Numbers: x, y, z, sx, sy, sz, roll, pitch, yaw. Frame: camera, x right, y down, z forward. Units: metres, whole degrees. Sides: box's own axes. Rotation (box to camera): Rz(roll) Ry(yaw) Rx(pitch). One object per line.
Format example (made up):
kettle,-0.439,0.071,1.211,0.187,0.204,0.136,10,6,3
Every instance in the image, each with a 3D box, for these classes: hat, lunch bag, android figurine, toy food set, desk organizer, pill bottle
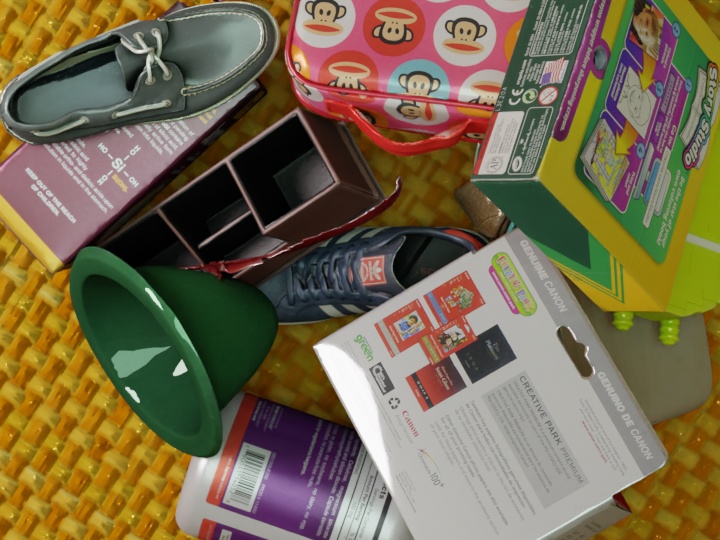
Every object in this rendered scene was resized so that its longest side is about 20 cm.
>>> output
hat,-0.079,0.021,1.415,0.176,0.200,0.166,-33,125,-26
lunch bag,0.051,-0.161,1.376,0.200,0.082,0.176,10,75,7
android figurine,0.215,-0.049,1.434,0.182,0.041,0.200,15,75,-35
toy food set,0.176,0.024,1.463,0.143,0.060,0.200,-13,95,-37
desk organizer,-0.091,-0.031,1.442,0.200,0.077,0.072,-33,72,16
pill bottle,-0.027,0.167,1.466,0.200,0.112,0.112,19,93,-1

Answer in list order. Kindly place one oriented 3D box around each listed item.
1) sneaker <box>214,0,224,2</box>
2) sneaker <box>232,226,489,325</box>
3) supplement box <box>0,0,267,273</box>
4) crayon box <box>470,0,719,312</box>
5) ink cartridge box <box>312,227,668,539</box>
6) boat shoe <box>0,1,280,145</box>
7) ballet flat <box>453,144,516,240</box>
sneaker,-0.063,-0.253,1.429,0.079,0.200,0.095,-39,100,-42
sneaker,0.000,0.000,1.470,0.200,0.085,0.075,-8,93,1
supplement box,-0.169,-0.095,1.455,0.200,0.110,0.086,-42,92,3
crayon box,0.164,-0.100,1.321,0.058,0.173,0.200,1,61,39
ink cartridge box,0.095,0.098,1.374,0.176,0.084,0.200,-31,71,7
boat shoe,-0.151,-0.133,1.366,0.200,0.062,0.073,-17,92,2
ballet flat,0.135,-0.117,1.481,0.072,0.068,0.200,35,97,16
